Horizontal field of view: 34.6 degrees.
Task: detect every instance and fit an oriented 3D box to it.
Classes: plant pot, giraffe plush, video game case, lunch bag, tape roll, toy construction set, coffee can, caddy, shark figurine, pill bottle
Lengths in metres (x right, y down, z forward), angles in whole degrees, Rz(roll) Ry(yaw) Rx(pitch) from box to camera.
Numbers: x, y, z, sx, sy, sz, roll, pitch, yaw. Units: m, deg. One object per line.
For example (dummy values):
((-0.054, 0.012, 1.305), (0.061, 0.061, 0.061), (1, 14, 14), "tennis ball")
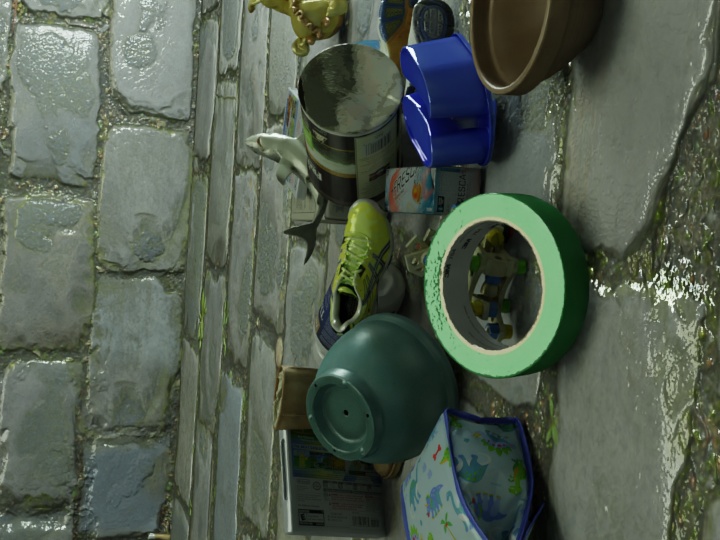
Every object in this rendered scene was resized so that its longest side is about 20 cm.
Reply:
((0.198, -0.287, 1.242), (0.201, 0.092, 0.204), (-177, 90, -71), "plant pot")
((-0.091, -0.477, 2.053), (0.163, 0.199, 0.173), (51, 140, 19), "giraffe plush")
((-0.042, 0.306, 1.736), (0.022, 0.199, 0.185), (-22, 64, 40), "video game case")
((0.129, 0.290, 1.329), (0.201, 0.126, 0.171), (-93, 18, -45), "lunch bag")
((-0.106, -0.213, 1.903), (0.200, 0.018, 0.145), (-124, 41, -67), "video game case")
((0.157, 0.016, 1.272), (0.199, 0.048, 0.203), (1, 92, 45), "tape roll")
((0.135, -0.010, 1.417), (0.200, 0.091, 0.133), (40, 126, 53), "toy construction set")
((-0.011, -0.204, 1.646), (0.201, 0.144, 0.148), (87, 176, -64), "coffee can")
((0.118, -0.213, 1.452), (0.201, 0.104, 0.143), (-110, 13, -56), "caddy")
((-0.081, -0.128, 1.771), (0.090, 0.127, 0.216), (77, 169, -67), "shark figurine")
((0.012, 0.173, 1.535), (0.199, 0.134, 0.203), (16, 116, 37), "plant pot")
((-0.010, 0.074, 1.781), (0.201, 0.110, 0.112), (115, 151, -47), "pill bottle")

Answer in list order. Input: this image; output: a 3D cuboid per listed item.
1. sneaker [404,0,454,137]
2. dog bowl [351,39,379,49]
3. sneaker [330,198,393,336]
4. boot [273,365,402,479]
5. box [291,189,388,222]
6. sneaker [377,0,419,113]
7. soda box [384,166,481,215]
((0.095, -0.270, 1.603), (0.087, 0.074, 0.203), (133, 144, -79), "sneaker")
((-0.009, -0.277, 1.835), (0.050, 0.110, 0.201), (65, 150, 26), "dog bowl")
((0.000, 0.000, 1.628), (0.076, 0.074, 0.203), (-19, -64, -74), "sneaker")
((-0.033, 0.222, 1.694), (0.066, 0.197, 0.177), (-142, 56, -66), "boot")
((-0.033, -0.141, 1.876), (0.200, 0.108, 0.130), (-172, 87, -71), "box")
((0.048, -0.332, 1.714), (0.088, 0.074, 0.203), (179, 93, -71), "sneaker")
((0.094, -0.107, 1.559), (0.200, 0.068, 0.064), (-171, 83, -72), "soda box")
